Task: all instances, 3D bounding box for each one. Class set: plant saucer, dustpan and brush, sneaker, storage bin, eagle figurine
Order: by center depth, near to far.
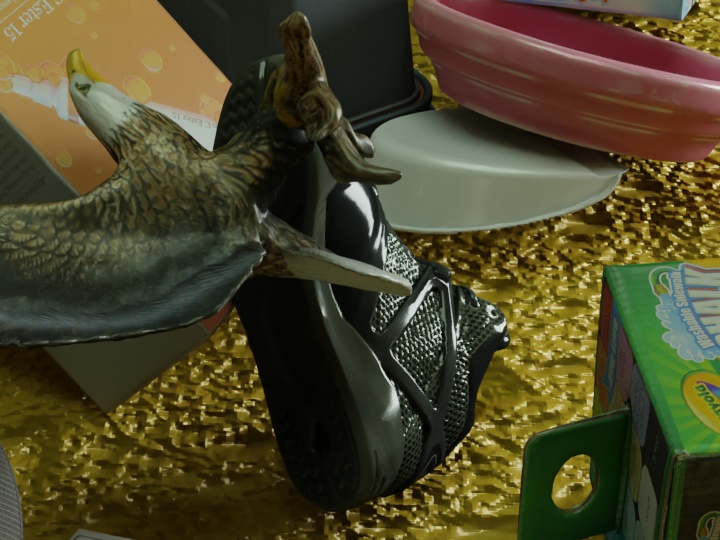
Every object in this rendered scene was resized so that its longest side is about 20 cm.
[{"bbox_3d":[-0.093,-0.019,0.792,0.199,0.152,0.151,-37,46,-3],"label":"eagle figurine"},{"bbox_3d":[0.000,0.000,0.894,0.076,0.201,0.114,-23,-8,42],"label":"sneaker"},{"bbox_3d":[0.023,-0.043,1.041,0.198,0.058,0.140,-2,20,-20],"label":"dustpan and brush"},{"bbox_3d":[0.120,-0.104,1.073,0.199,0.051,0.201,14,13,-3],"label":"plant saucer"},{"bbox_3d":[-0.057,-0.164,1.136,0.145,0.135,0.200,-20,39,-25],"label":"storage bin"}]

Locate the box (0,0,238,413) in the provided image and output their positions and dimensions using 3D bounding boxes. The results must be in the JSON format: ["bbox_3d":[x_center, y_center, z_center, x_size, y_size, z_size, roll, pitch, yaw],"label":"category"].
[{"bbox_3d":[-0.133,-0.057,0.931,0.200,0.097,0.125,47,44,-9],"label":"box"}]

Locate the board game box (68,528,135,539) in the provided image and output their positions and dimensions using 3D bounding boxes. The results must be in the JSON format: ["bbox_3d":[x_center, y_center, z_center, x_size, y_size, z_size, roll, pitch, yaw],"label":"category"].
[{"bbox_3d":[-0.039,0.156,0.750,0.198,0.035,0.126,10,19,11],"label":"board game box"}]

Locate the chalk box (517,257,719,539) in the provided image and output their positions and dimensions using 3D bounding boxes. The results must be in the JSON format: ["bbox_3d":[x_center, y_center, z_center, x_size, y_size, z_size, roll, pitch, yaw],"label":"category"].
[{"bbox_3d":[0.161,0.077,0.813,0.198,0.126,0.124,-3,36,-5],"label":"chalk box"}]

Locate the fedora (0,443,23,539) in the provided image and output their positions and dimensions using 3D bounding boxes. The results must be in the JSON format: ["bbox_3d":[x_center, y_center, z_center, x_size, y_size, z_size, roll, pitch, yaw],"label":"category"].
[{"bbox_3d":[-0.196,0.092,0.771,0.176,0.202,0.090,-25,-13,39],"label":"fedora"}]

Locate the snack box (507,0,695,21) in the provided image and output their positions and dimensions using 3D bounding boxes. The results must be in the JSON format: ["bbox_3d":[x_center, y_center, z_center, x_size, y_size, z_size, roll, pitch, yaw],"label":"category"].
[{"bbox_3d":[0.142,-0.180,1.174,0.115,0.037,0.200,8,14,11],"label":"snack box"}]
